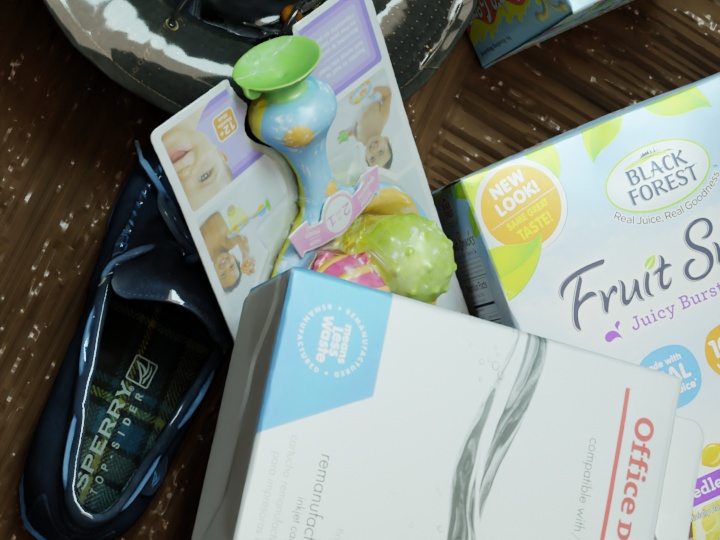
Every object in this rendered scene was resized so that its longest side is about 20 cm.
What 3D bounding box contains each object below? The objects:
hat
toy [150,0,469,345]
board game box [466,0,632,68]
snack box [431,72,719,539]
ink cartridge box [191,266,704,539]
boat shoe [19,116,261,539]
[{"bbox_3d":[-0.051,-0.144,0.947,0.199,0.081,0.203,0,88,-14],"label":"hat"},{"bbox_3d":[0.000,0.000,0.908,0.115,0.047,0.201,-39,126,-27],"label":"toy"},{"bbox_3d":[0.071,-0.208,0.988,0.104,0.103,0.201,-25,91,-21],"label":"board game box"},{"bbox_3d":[0.143,0.027,0.993,0.168,0.068,0.201,-22,89,-14],"label":"snack box"},{"bbox_3d":[0.046,0.082,0.851,0.198,0.067,0.117,16,76,-15],"label":"ink cartridge box"},{"bbox_3d":[-0.072,0.021,0.923,0.084,0.069,0.202,19,75,-16],"label":"boat shoe"}]
